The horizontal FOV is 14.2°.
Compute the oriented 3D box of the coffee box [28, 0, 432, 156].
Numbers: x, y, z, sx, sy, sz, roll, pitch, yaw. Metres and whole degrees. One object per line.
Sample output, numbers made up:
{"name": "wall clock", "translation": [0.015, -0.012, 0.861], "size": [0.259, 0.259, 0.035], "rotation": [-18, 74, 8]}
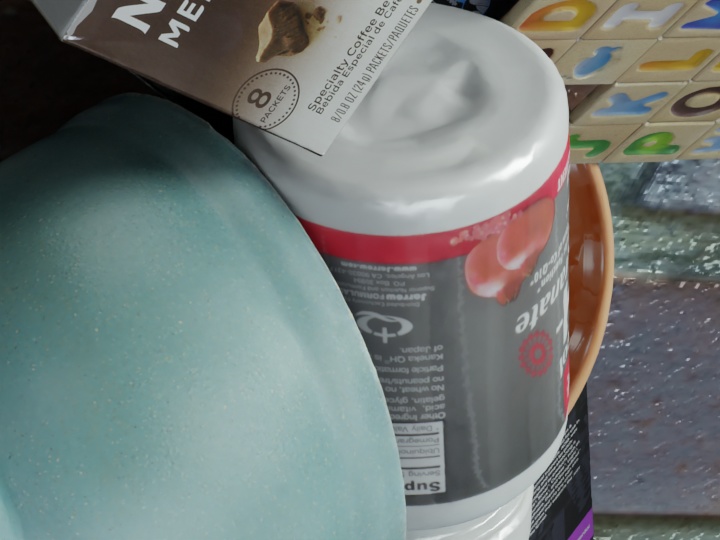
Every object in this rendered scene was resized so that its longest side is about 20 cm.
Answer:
{"name": "coffee box", "translation": [-0.011, -0.148, 0.861], "size": [0.113, 0.080, 0.200], "rotation": [23, 109, -43]}

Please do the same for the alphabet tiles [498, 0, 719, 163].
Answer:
{"name": "alphabet tiles", "translation": [0.118, -0.083, 1.011], "size": [0.167, 0.008, 0.200], "rotation": [-3, 157, -28]}

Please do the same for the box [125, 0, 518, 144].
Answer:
{"name": "box", "translation": [-0.013, -0.143, 0.954], "size": [0.199, 0.050, 0.200], "rotation": [-47, 136, 7]}

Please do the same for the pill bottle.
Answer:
{"name": "pill bottle", "translation": [0.017, 0.018, 0.991], "size": [0.111, 0.111, 0.200], "rotation": [-12, 131, -11]}

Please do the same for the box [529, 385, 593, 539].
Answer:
{"name": "box", "translation": [0.047, 0.100, 1.227], "size": [0.143, 0.036, 0.200], "rotation": [-48, 151, -30]}

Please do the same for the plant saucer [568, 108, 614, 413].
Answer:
{"name": "plant saucer", "translation": [0.000, 0.000, 1.087], "size": [0.200, 0.032, 0.201], "rotation": [-3, 98, -22]}

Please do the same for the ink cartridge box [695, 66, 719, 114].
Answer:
{"name": "ink cartridge box", "translation": [0.216, -0.137, 1.053], "size": [0.196, 0.043, 0.200], "rotation": [-21, 163, -17]}

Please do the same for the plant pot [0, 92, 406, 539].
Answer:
{"name": "plant pot", "translation": [-0.099, 0.059, 0.949], "size": [0.134, 0.200, 0.200], "rotation": [-26, 144, -29]}
